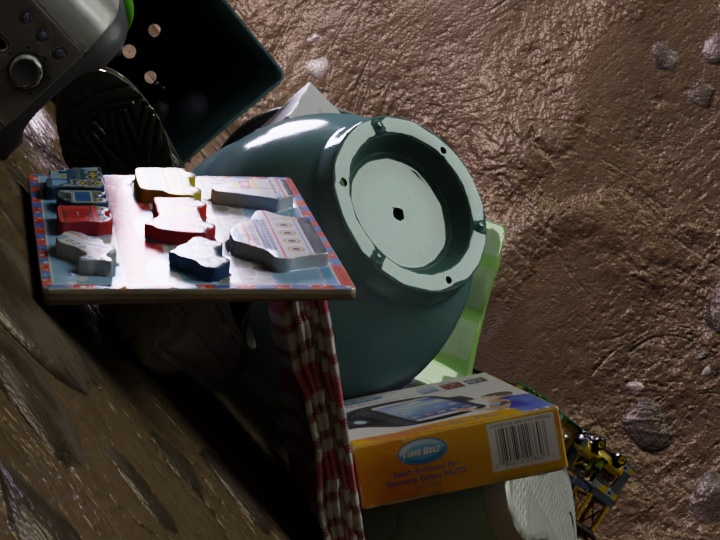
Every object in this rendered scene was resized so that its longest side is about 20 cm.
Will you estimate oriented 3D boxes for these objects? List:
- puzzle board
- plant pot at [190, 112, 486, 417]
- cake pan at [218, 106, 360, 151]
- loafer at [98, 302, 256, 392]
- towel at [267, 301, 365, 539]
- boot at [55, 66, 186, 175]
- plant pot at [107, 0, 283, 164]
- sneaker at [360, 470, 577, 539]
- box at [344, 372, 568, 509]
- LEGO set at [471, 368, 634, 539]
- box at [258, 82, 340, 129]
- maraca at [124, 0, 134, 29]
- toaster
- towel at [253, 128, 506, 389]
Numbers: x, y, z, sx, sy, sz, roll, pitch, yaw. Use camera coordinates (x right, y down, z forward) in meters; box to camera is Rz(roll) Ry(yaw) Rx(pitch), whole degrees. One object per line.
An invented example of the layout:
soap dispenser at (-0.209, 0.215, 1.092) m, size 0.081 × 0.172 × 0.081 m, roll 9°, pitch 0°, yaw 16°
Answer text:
puzzle board at (-0.094, -0.023, 1.028) m, size 0.200 × 0.150 × 0.017 m, roll -121°, pitch -148°, yaw -68°
plant pot at (-0.004, -0.018, 1.255) m, size 0.200 × 0.134 × 0.201 m, roll 17°, pitch 59°, yaw -31°
cake pan at (-0.036, -0.033, 1.575) m, size 0.200 × 0.200 × 0.037 m, roll 50°, pitch 29°, yaw -11°
loafer at (-0.085, 0.024, 1.109) m, size 0.070 × 0.070 × 0.200 m, roll 51°, pitch 3°, yaw 8°
towel at (-0.034, 0.068, 1.111) m, size 0.146 × 0.030 × 0.201 m, roll -121°, pitch -160°, yaw -67°
boot at (-0.162, -0.092, 1.368) m, size 0.200 × 0.072 × 0.182 m, roll -111°, pitch 177°, yaw -60°
plant pot at (-0.174, -0.170, 1.573) m, size 0.142 × 0.141 × 0.200 m, roll 50°, pitch -4°, yaw -16°
sneaker at (0.067, 0.159, 1.243) m, size 0.200 × 0.118 × 0.074 m, roll 36°, pitch 45°, yaw -63°
box at (0.039, 0.096, 1.173) m, size 0.200 × 0.118 × 0.042 m, roll -154°, pitch -126°, yaw -78°
LEGO set at (0.097, 0.150, 1.444) m, size 0.154 × 0.116 × 0.200 m, roll 38°, pitch -9°, yaw -33°
box at (-0.009, -0.026, 1.468) m, size 0.200 × 0.097 × 0.124 m, roll 46°, pitch 15°, yaw -8°
maraca at (-0.203, -0.180, 1.197) m, size 0.136 × 0.108 × 0.200 m, roll 11°, pitch -18°, yaw -6°
toaster at (-0.203, -0.150, 1.046) m, size 0.129 × 0.114 × 0.200 m, roll 48°, pitch 5°, yaw -19°
towel at (0.000, 0.000, 1.367) m, size 0.199 × 0.150 × 0.031 m, roll 20°, pitch -16°, yaw -17°
